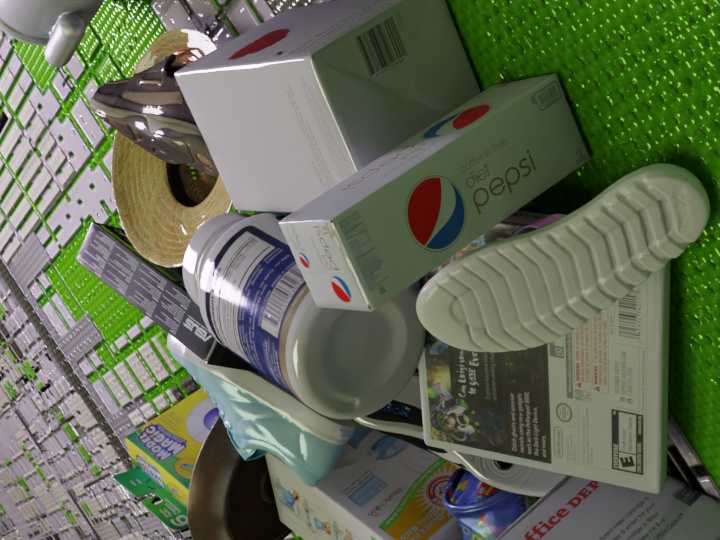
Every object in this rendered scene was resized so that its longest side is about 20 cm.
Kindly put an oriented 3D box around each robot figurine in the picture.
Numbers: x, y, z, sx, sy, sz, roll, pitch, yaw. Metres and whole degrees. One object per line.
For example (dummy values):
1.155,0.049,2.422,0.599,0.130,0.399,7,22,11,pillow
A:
-0.275,-0.270,1.361,0.200,0.112,0.171,152,112,-63,robot figurine

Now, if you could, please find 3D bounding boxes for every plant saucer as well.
-0.084,0.189,1.457,0.032,0.200,0.202,24,140,33,plant saucer

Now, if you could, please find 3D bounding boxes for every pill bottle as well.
-0.050,0.022,1.112,0.200,0.111,0.112,29,143,53,pill bottle

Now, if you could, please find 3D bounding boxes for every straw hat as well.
-0.128,-0.103,1.327,0.200,0.085,0.203,-2,88,47,straw hat

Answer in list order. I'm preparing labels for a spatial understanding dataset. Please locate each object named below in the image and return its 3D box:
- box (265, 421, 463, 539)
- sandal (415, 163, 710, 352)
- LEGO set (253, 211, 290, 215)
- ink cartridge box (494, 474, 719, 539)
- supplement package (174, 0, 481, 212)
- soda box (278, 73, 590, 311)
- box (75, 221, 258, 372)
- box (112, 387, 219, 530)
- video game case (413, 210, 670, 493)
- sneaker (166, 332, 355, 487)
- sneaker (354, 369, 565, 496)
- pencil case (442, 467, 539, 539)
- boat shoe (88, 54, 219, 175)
0.022,0.215,1.400,0.199,0.112,0.102,32,144,38,box
0.130,-0.007,0.975,0.201,0.050,0.083,-25,117,22,sandal
0.000,0.000,1.251,0.200,0.115,0.156,-20,73,58,LEGO set
0.207,0.229,1.081,0.199,0.145,0.085,27,143,44,ink cartridge box
-0.023,-0.120,1.103,0.199,0.121,0.121,5,124,56,supplement package
0.050,-0.052,0.972,0.068,0.199,0.064,0,119,57,soda box
-0.128,0.031,1.392,0.199,0.192,0.048,34,103,36,box
-0.141,0.168,1.522,0.117,0.199,0.049,30,144,39,box
0.123,0.052,1.058,0.180,0.023,0.202,9,123,24,video game case
-0.103,0.122,1.354,0.199,0.083,0.074,30,-171,26,sneaker
0.088,0.123,1.259,0.198,0.074,0.112,22,180,13,sneaker
0.130,0.251,1.300,0.086,0.078,0.202,-7,115,32,pencil case
-0.152,-0.132,1.253,0.074,0.074,0.199,37,171,-39,boat shoe
